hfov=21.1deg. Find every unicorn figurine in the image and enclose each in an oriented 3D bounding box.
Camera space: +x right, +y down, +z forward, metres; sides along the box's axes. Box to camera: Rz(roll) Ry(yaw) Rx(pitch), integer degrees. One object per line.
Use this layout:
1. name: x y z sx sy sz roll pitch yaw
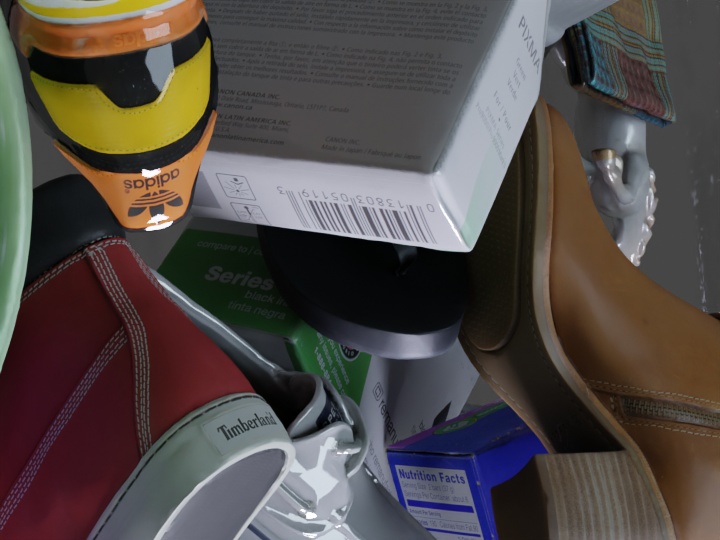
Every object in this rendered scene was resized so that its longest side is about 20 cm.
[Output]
1. unicorn figurine: 0.134 -0.073 1.094 0.137 0.073 0.202 20 78 -63

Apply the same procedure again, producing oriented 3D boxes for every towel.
1. towel: 0.129 -0.185 1.045 0.146 0.022 0.202 8 71 -62

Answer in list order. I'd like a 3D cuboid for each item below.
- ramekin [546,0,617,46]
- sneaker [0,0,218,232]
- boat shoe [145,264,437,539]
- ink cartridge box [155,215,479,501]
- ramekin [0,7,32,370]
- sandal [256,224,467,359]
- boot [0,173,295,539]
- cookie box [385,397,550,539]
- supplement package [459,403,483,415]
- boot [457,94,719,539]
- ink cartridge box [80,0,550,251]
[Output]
1. ramekin: 0.085 -0.210 0.872 0.202 0.093 0.204 -17 90 -73
2. sneaker: -0.085 -0.076 0.613 0.200 0.069 0.091 -121 -157 -66
3. boat shoe: -0.030 0.070 0.725 0.199 0.065 0.074 35 23 -21
4. ink cartridge box: 0.000 0.000 0.852 0.201 0.082 0.147 -60 145 -35
5. ramekin: -0.182 -0.014 0.493 0.200 0.097 0.202 -25 119 -58
6. sandal: -0.010 -0.054 0.762 0.043 0.075 0.202 106 -29 -54
7. boot: -0.117 0.069 0.671 0.072 0.145 0.201 -9 143 -50
8. cookie box: 0.118 0.142 0.829 0.170 0.075 0.202 -19 97 -32
9. supplement package: 0.096 0.149 0.995 0.200 0.154 0.112 36 67 -59
10. boot: 0.122 0.028 0.756 0.154 0.077 0.202 0 69 -24
11. ink cartridge box: -0.001 -0.105 0.742 0.201 0.160 0.050 -64 147 -31
